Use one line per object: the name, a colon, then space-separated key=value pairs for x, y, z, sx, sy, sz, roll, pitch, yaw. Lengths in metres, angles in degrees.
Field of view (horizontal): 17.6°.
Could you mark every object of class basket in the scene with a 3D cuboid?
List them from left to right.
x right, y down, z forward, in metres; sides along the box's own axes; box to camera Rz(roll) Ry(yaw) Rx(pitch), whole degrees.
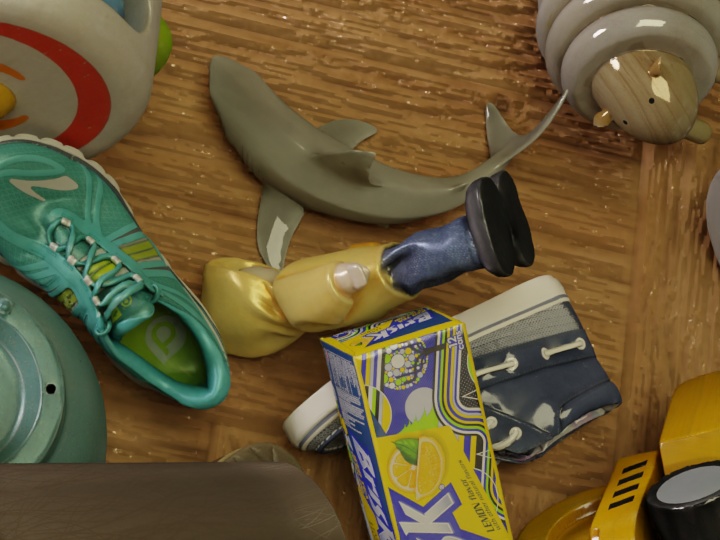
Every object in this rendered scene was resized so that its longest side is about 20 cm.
basket: x=-0.113 y=0.167 z=1.163 sx=0.199 sy=0.136 sz=0.181 roll=-6 pitch=61 yaw=-38

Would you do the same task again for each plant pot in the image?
plant pot: x=-0.226 y=0.080 z=1.248 sx=0.199 sy=0.134 sz=0.202 roll=5 pitch=71 yaw=-14

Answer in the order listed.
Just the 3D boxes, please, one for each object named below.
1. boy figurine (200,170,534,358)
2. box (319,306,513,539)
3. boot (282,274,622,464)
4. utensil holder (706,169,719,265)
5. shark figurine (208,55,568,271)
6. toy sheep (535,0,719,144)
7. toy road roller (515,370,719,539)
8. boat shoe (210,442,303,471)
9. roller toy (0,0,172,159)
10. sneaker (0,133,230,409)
boy figurine: x=0.000 y=0.000 z=1.339 sx=0.124 sy=0.199 sz=0.065 roll=-21 pitch=95 yaw=-64
box: x=0.039 y=0.128 z=1.302 sx=0.070 sy=0.064 sz=0.201 roll=-16 pitch=103 yaw=-14
boot: x=0.058 y=0.080 z=1.360 sx=0.199 sy=0.073 sz=0.091 roll=-26 pitch=75 yaw=-22
utensil holder: x=0.337 y=-0.046 z=1.434 sx=0.199 sy=0.170 sz=0.170 roll=-32 pitch=83 yaw=-20
shark figurine: x=0.015 y=-0.064 z=1.390 sx=0.213 sy=0.090 sz=0.129 roll=6 pitch=72 yaw=-12
toy sheep: x=0.172 y=-0.158 z=1.446 sx=0.137 sy=0.138 sz=0.201 roll=5 pitch=47 yaw=-14
toy road roller: x=0.173 y=0.155 z=1.339 sx=0.200 sy=0.145 sz=0.124 roll=-53 pitch=126 yaw=-63
boat shoe: x=-0.118 y=0.165 z=1.284 sx=0.200 sy=0.067 sz=0.072 roll=-32 pitch=94 yaw=-26
roller toy: x=-0.204 y=-0.144 z=1.291 sx=0.199 sy=0.183 sz=0.141 roll=5 pitch=59 yaw=-4
sneaker: x=-0.139 y=0.001 z=1.289 sx=0.078 sy=0.080 sz=0.200 roll=-46 pitch=113 yaw=-1
